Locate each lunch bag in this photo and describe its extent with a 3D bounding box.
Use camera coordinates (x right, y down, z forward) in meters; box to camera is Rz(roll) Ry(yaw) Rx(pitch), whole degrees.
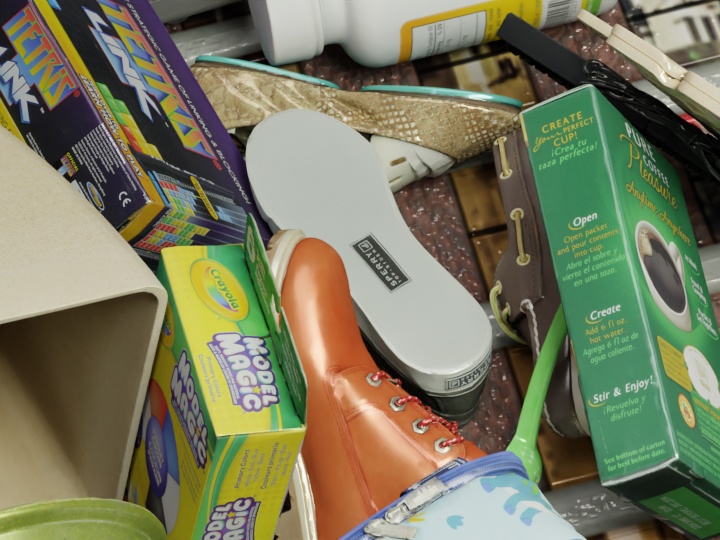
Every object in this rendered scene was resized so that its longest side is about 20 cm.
[{"bbox_3d":[0.028,0.181,1.129,0.160,0.200,0.082,-32,53,-15],"label":"lunch bag"}]

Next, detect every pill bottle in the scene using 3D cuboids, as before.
[{"bbox_3d":[0.037,-0.177,1.458,0.199,0.111,0.111,-14,51,-8],"label":"pill bottle"}]

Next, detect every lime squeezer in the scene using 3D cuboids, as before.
[{"bbox_3d":[0.042,0.097,1.279,0.200,0.071,0.038,-35,13,16],"label":"lime squeezer"}]

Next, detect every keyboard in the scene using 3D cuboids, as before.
[{"bbox_3d":[0.155,-0.072,1.339,0.200,0.127,0.021,33,91,12],"label":"keyboard"}]

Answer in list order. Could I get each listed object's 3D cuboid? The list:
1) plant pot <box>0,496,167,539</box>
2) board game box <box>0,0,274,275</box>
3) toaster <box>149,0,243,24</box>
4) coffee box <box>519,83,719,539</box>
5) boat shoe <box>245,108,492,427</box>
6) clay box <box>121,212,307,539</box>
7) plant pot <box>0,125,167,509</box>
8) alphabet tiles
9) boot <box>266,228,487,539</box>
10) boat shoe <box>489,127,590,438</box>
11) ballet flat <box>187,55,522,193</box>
[{"bbox_3d":[-0.142,0.233,1.145,0.199,0.200,0.190,-23,65,-9],"label":"plant pot"},{"bbox_3d":[-0.133,-0.085,1.357,0.057,0.165,0.200,-38,69,17],"label":"board game box"},{"bbox_3d":[-0.165,-0.222,1.482,0.180,0.200,0.119,-16,47,-5],"label":"toaster"},{"bbox_3d":[0.136,0.022,1.263,0.044,0.123,0.201,-21,63,21],"label":"coffee box"},{"bbox_3d":[0.000,0.000,1.362,0.070,0.064,0.200,-24,57,-16],"label":"boat shoe"},{"bbox_3d":[-0.073,0.078,1.227,0.047,0.200,0.115,-5,48,-19],"label":"clay box"},{"bbox_3d":[-0.230,0.031,1.251,0.199,0.200,0.177,-12,51,-26],"label":"plant pot"},{"bbox_3d":[0.196,-0.065,1.308,0.195,0.200,0.015,38,94,34],"label":"alphabet tiles"},{"bbox_3d":[0.009,0.073,1.250,0.107,0.075,0.201,-12,85,18],"label":"boot"},{"bbox_3d":[0.099,0.004,1.344,0.059,0.072,0.201,-13,53,18],"label":"boat shoe"},{"bbox_3d":[-0.007,-0.073,1.435,0.199,0.070,0.066,7,81,18],"label":"ballet flat"}]
